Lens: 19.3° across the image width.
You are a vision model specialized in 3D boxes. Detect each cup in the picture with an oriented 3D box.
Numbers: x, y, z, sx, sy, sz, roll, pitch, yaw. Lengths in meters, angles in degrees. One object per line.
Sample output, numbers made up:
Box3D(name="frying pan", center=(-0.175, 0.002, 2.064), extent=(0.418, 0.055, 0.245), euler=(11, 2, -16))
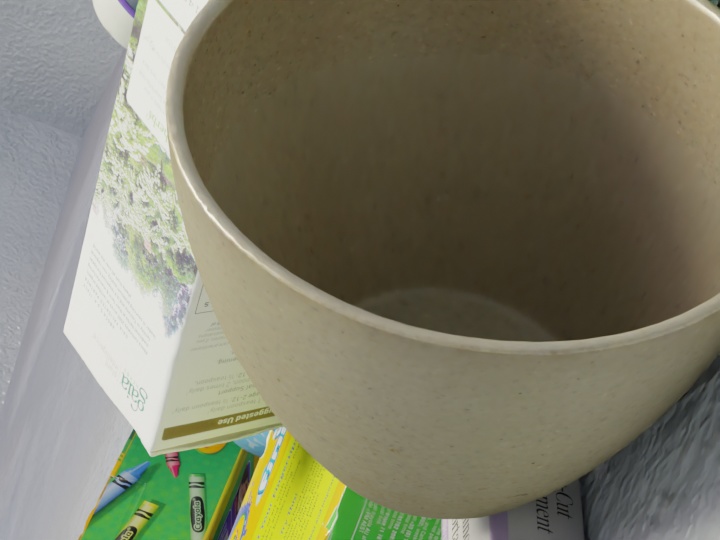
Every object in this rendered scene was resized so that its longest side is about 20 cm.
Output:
Box3D(name="cup", center=(0.035, 0.000, 0.703), extent=(0.143, 0.200, 0.200), euler=(96, -178, -45))

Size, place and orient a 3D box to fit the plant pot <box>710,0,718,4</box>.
Box3D(name="plant pot", center=(0.051, -0.171, 0.847), extent=(0.200, 0.134, 0.201), euler=(-176, 90, -71))

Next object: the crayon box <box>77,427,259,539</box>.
Box3D(name="crayon box", center=(-0.100, 0.164, 0.992), extent=(0.200, 0.058, 0.119), euler=(-69, -13, -52))

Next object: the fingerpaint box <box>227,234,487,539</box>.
Box3D(name="fingerpaint box", center=(0.010, 0.084, 0.878), extent=(0.167, 0.073, 0.200), euler=(-161, 92, -77))

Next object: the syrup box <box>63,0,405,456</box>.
Box3D(name="syrup box", center=(-0.048, -0.031, 0.821), extent=(0.079, 0.081, 0.200), euler=(50, 137, 37))

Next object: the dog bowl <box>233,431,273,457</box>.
Box3D(name="dog bowl", center=(0.000, 0.000, 0.990), extent=(0.050, 0.111, 0.200), euler=(20, 89, 61))

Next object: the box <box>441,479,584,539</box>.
Box3D(name="box", center=(0.052, 0.123, 0.709), extent=(0.200, 0.041, 0.039), euler=(-86, 22, -56))

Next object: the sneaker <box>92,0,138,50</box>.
Box3D(name="sneaker", center=(-0.024, -0.159, 1.058), extent=(0.146, 0.200, 0.081), euler=(-39, 65, 30))
